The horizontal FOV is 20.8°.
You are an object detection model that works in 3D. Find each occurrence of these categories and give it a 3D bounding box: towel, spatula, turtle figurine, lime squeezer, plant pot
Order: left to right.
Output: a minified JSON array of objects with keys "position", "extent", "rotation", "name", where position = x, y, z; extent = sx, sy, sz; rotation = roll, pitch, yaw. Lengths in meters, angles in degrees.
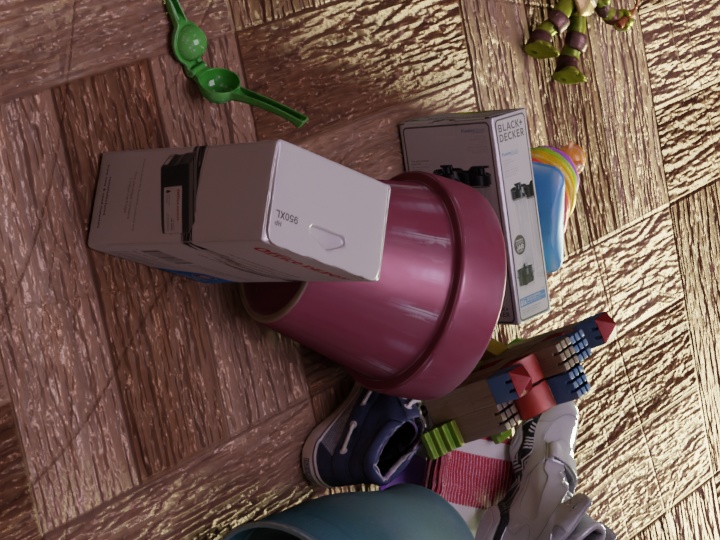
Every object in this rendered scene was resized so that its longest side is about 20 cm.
[{"position":[-0.129,-0.183,1.645],"extent":[0.038,0.071,0.200],"rotation":[-39,89,-25],"name":"lime squeezer"},{"position":[0.000,0.000,1.710],"extent":[0.178,0.199,0.202],"rotation":[15,77,-33],"name":"plant pot"},{"position":[0.001,0.276,1.677],"extent":[0.187,0.199,0.202],"rotation":[-23,107,-46],"name":"plant pot"},{"position":[0.074,0.141,1.846],"extent":[0.056,0.021,0.201],"rotation":[27,69,-7],"name":"spatula"},{"position":[0.102,0.252,1.837],"extent":[0.143,0.023,0.202],"rotation":[16,81,-49],"name":"towel"},{"position":[0.225,-0.291,2.068],"extent":[0.200,0.064,0.162],"rotation":[45,63,-50],"name":"turtle figurine"}]

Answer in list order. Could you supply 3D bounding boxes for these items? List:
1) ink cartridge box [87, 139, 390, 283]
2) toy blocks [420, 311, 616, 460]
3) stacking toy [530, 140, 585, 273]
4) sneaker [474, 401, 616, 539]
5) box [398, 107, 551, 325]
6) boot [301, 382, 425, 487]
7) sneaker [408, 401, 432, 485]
[{"position":[-0.096,-0.044,1.572],"extent":[0.144,0.199,0.085],"rotation":[19,76,-48],"name":"ink cartridge box"},{"position":[0.156,0.099,1.794],"extent":[0.200,0.136,0.101],"rotation":[-28,95,-52],"name":"toy blocks"},{"position":[0.185,-0.088,2.001],"extent":[0.200,0.109,0.117],"rotation":[-41,136,-55],"name":"stacking toy"},{"position":[0.191,0.209,1.839],"extent":[0.075,0.114,0.201],"rotation":[53,53,-39],"name":"sneaker"},{"position":[0.111,-0.052,1.886],"extent":[0.060,0.116,0.202],"rotation":[-19,103,-48],"name":"box"},{"position":[0.034,0.130,1.809],"extent":[0.200,0.090,0.073],"rotation":[-52,126,-37],"name":"boot"},{"position":[0.098,0.146,1.892],"extent":[0.201,0.082,0.078],"rotation":[-57,130,-32],"name":"sneaker"}]
